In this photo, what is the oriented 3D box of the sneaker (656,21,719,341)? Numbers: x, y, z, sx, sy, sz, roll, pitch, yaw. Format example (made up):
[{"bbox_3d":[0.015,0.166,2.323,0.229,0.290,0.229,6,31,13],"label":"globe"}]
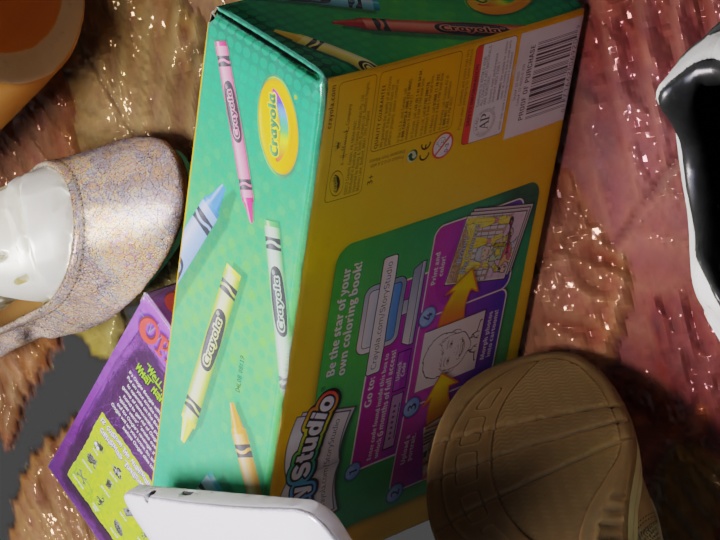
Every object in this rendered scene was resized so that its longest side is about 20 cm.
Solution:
[{"bbox_3d":[0.122,0.023,0.750,0.074,0.080,0.200,-13,96,39],"label":"sneaker"}]

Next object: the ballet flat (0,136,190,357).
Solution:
[{"bbox_3d":[-0.142,-0.001,1.154,0.200,0.067,0.068,-33,62,49],"label":"ballet flat"}]

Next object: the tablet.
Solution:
[{"bbox_3d":[0.002,0.154,0.936,0.130,0.014,0.200,-2,123,58],"label":"tablet"}]

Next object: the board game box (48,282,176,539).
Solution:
[{"bbox_3d":[-0.043,0.116,1.125,0.200,0.032,0.120,53,140,20],"label":"board game box"}]

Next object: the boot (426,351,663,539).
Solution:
[{"bbox_3d":[0.084,0.137,0.944,0.200,0.073,0.156,-106,-6,-50],"label":"boot"}]

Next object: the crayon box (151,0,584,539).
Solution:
[{"bbox_3d":[0.000,0.000,0.959,0.058,0.119,0.200,34,127,36],"label":"crayon box"}]

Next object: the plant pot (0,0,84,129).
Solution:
[{"bbox_3d":[-0.215,-0.096,1.130,0.183,0.200,0.200,-26,84,34],"label":"plant pot"}]
